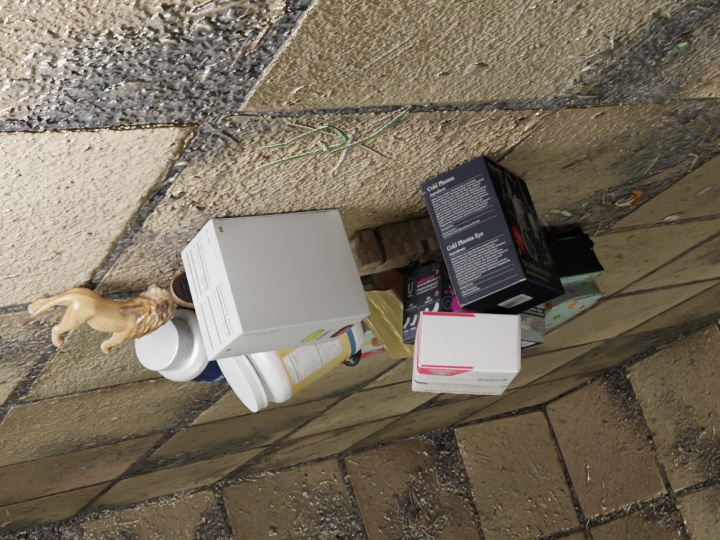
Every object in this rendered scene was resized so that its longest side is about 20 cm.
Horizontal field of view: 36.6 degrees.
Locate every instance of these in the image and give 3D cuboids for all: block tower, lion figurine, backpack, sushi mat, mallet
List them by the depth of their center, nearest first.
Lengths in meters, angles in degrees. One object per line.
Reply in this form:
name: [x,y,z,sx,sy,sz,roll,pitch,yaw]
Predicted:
lion figurine: [-0.348,0.057,1.468,0.122,0.073,0.199,-30,159,31]
block tower: [0.081,-0.042,1.645,0.198,0.055,0.058,-12,164,-22]
mallet: [0.000,0.000,1.743,0.197,0.042,0.066,-14,167,3]
sushi mat: [0.053,0.090,1.827,0.095,0.012,0.201,-2,142,31]
backpack: [0.329,0.027,1.986,0.174,0.155,0.199,-13,170,-36]

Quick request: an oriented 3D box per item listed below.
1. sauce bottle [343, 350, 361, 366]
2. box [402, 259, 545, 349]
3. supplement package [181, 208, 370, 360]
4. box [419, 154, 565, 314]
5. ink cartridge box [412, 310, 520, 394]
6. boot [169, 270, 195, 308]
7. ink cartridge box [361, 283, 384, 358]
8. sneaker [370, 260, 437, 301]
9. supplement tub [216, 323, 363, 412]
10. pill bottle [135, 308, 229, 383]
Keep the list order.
sauce bottle: [-0.085,0.129,1.914,0.198,0.067,0.066,21,143,-34]
box: [0.182,0.061,1.743,0.198,0.116,0.132,8,163,-25]
supplement package: [-0.112,0.017,1.440,0.198,0.158,0.111,-7,160,-34]
box: [0.189,-0.042,1.532,0.103,0.184,0.199,-24,164,21]
ink cartridge box: [0.151,0.124,1.593,0.143,0.086,0.200,3,164,1]
boot: [-0.212,0.042,1.565,0.097,0.075,0.199,-34,160,36]
ink cartridge box: [0.055,0.082,1.976,0.143,0.084,0.200,-17,164,-8]
sneaker: [0.099,0.017,1.832,0.197,0.072,0.080,3,178,-23]
supplement tub: [-0.109,0.107,1.646,0.199,0.145,0.145,-33,169,-19]
pill bottle: [-0.259,0.118,1.698,0.110,0.112,0.199,-25,163,22]
